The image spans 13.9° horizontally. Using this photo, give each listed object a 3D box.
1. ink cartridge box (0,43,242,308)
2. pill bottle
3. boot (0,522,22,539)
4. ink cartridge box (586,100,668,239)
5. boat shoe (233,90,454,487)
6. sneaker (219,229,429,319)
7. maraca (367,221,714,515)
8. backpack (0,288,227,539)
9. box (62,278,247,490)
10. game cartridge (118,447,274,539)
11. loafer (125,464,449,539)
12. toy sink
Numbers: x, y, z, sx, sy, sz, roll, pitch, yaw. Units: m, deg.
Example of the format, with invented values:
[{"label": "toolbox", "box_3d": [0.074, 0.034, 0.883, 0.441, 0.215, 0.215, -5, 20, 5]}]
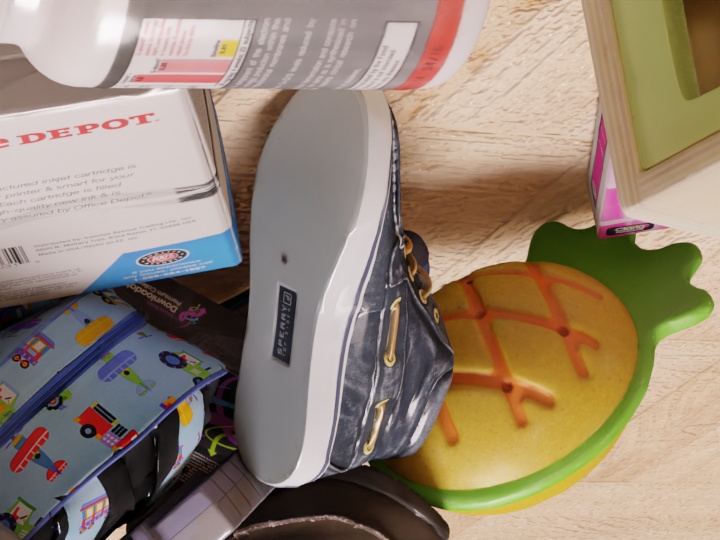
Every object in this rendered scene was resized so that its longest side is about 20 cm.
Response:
[{"label": "ink cartridge box", "box_3d": [-0.135, -0.060, 1.220, 0.146, 0.084, 0.200, -9, 159, 0]}, {"label": "pill bottle", "box_3d": [-0.062, -0.122, 1.049, 0.200, 0.116, 0.116, -2, 158, -20]}, {"label": "boot", "box_3d": [-0.187, 0.083, 1.205, 0.073, 0.200, 0.182, -29, 154, -35]}, {"label": "ink cartridge box", "box_3d": [0.160, -0.072, 1.386, 0.095, 0.037, 0.200, -8, 157, -2]}, {"label": "boat shoe", "box_3d": [0.000, 0.000, 1.359, 0.091, 0.200, 0.071, -9, -152, -42]}, {"label": "sneaker", "box_3d": [-0.026, 0.039, 1.499, 0.074, 0.082, 0.200, -25, 177, -43]}, {"label": "maraca", "box_3d": [0.086, 0.043, 1.462, 0.200, 0.137, 0.107, -43, 140, -23]}, {"label": "backpack", "box_3d": [-0.161, 0.078, 1.343, 0.183, 0.135, 0.200, -40, 180, -31]}, {"label": "box", "box_3d": [-0.109, 0.065, 1.486, 0.143, 0.036, 0.200, 28, 150, 6]}, {"label": "game cartridge", "box_3d": [-0.127, 0.157, 1.379, 0.200, 0.038, 0.130, -41, 175, 12]}, {"label": "loafer", "box_3d": [-0.040, 0.145, 1.450, 0.200, 0.071, 0.073, -14, 136, 42]}, {"label": "toy sink", "box_3d": [0.194, -0.109, 1.171, 0.112, 0.130, 0.200, 12, 152, -42]}]
